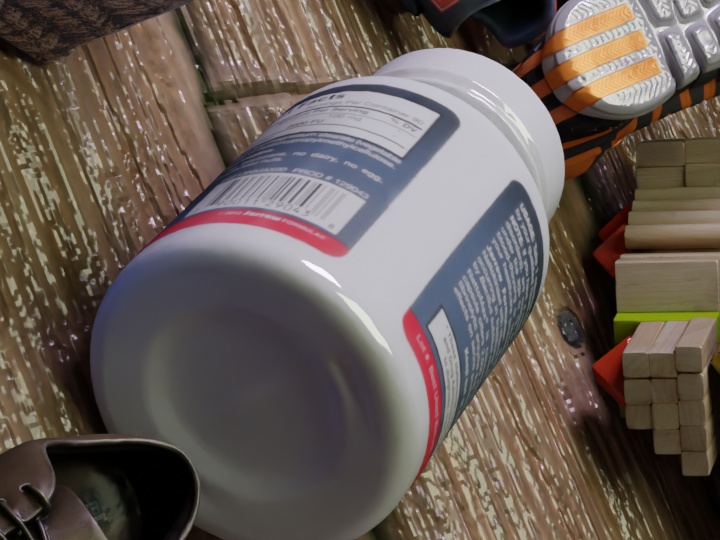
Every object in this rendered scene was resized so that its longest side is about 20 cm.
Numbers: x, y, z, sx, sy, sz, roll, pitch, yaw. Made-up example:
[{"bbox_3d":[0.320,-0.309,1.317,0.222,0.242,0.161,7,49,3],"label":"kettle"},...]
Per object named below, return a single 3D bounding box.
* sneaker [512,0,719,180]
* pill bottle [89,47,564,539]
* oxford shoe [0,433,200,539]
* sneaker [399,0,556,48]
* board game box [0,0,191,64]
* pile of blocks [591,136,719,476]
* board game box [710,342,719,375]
[{"bbox_3d":[0.136,-0.101,1.122,0.200,0.112,0.078,-18,81,-30],"label":"sneaker"},{"bbox_3d":[0.000,0.000,0.884,0.120,0.120,0.200,56,35,-11],"label":"pill bottle"},{"bbox_3d":[-0.117,0.087,0.705,0.200,0.084,0.073,-32,97,-54],"label":"oxford shoe"},{"bbox_3d":[0.022,-0.149,1.048,0.200,0.075,0.085,16,52,-48],"label":"sneaker"},{"bbox_3d":[-0.081,-0.199,0.855,0.097,0.159,0.200,31,43,-60],"label":"board game box"},{"bbox_3d":[0.135,0.013,1.117,0.200,0.062,0.082,-72,155,-47],"label":"pile of blocks"},{"bbox_3d":[0.243,0.062,1.118,0.165,0.057,0.200,47,20,1],"label":"board game box"}]
